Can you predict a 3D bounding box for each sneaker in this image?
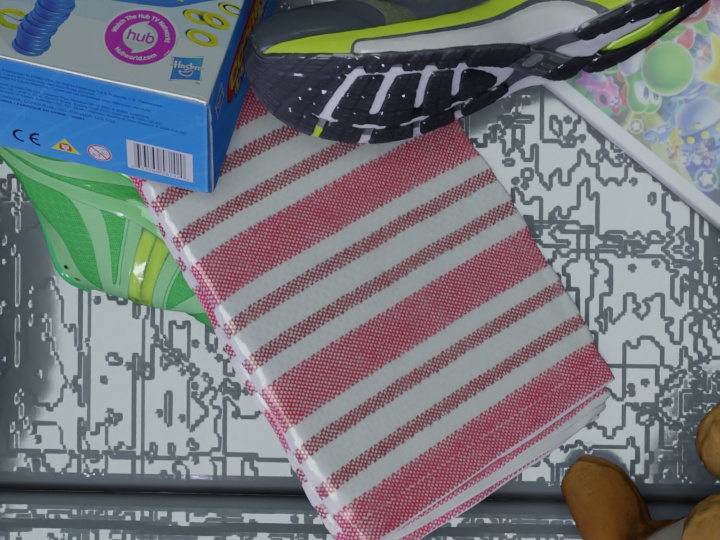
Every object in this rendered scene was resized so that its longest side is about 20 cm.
[{"bbox_3d":[-0.076,-0.018,0.849,0.200,0.074,0.083,46,133,-7],"label":"sneaker"},{"bbox_3d":[0.039,-0.107,0.791,0.199,0.074,0.081,-18,72,-28],"label":"sneaker"}]

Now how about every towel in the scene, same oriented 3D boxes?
[{"bbox_3d":[0.000,0.000,0.818,0.146,0.030,0.201,-29,85,-34],"label":"towel"}]

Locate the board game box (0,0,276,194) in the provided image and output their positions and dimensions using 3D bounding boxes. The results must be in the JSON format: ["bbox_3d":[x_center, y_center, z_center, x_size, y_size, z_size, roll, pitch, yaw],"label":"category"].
[{"bbox_3d":[-0.125,-0.142,0.800,0.198,0.056,0.197,13,57,4],"label":"board game box"}]

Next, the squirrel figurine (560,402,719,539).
[{"bbox_3d":[0.196,0.126,0.774,0.186,0.142,0.200,-35,105,22],"label":"squirrel figurine"}]

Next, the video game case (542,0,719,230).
[{"bbox_3d":[0.150,-0.106,0.845,0.200,0.018,0.143,39,93,3],"label":"video game case"}]
